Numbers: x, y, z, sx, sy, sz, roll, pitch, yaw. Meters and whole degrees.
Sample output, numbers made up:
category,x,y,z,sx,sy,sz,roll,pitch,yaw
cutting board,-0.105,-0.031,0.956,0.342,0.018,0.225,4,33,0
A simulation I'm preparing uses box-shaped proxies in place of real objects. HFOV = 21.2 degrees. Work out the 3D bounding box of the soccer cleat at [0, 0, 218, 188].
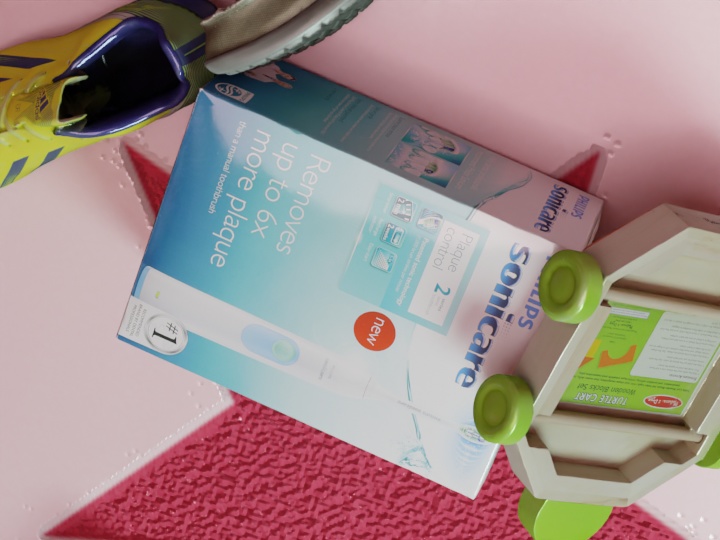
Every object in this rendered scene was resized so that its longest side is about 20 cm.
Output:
category,x,y,z,sx,sy,sz,roll,pitch,yaw
soccer cleat,-0.157,-0.085,0.970,0.200,0.084,0.065,-21,104,22

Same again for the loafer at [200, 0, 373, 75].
category,x,y,z,sx,sy,sz,roll,pitch,yaw
loafer,-0.002,-0.167,0.902,0.200,0.075,0.070,-38,91,10

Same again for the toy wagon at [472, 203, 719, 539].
category,x,y,z,sx,sy,sz,roll,pitch,yaw
toy wagon,0.124,0.062,0.923,0.155,0.040,0.200,10,117,-37

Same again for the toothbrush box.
category,x,y,z,sx,sy,sz,roll,pitch,yaw
toothbrush box,0.000,0.000,0.960,0.200,0.085,0.146,24,115,4
